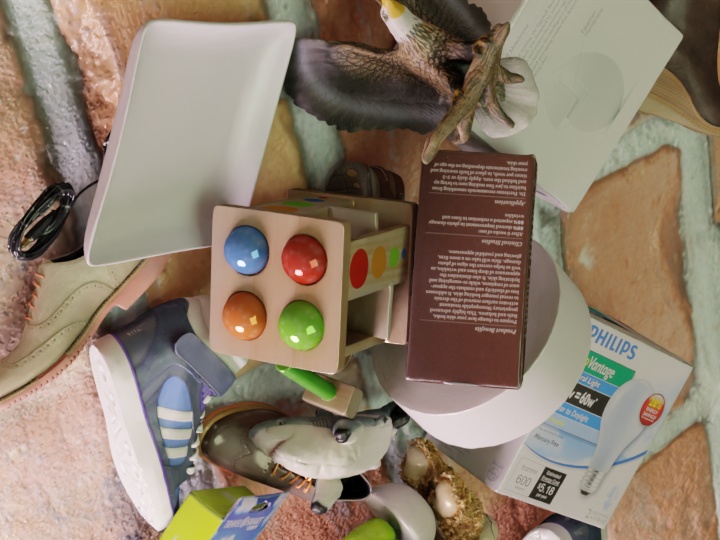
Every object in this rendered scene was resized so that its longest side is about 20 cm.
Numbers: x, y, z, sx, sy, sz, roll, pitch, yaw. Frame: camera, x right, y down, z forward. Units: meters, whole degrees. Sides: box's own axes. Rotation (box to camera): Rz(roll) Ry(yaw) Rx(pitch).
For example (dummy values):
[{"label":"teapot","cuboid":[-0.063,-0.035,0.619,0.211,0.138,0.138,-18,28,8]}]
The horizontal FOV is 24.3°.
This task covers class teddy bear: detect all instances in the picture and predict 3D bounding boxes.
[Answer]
[{"label":"teddy bear","cuboid":[0.098,0.241,1.680,0.067,0.145,0.200,-38,126,-14]}]

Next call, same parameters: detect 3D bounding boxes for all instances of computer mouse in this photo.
[{"label":"computer mouse","cuboid":[-0.208,-0.079,1.325,0.200,0.034,0.059,-43,146,-29]}]

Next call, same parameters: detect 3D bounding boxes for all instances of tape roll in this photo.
[{"label":"tape roll","cuboid":[0.112,0.061,1.561,0.203,0.202,0.071,-52,133,-7]}]

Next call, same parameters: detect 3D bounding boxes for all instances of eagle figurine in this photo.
[{"label":"eagle figurine","cuboid":[0.042,-0.185,1.382,0.152,0.200,0.151,-25,123,-30]}]

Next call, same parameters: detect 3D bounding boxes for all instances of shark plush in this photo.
[{"label":"shark plush","cuboid":[-0.013,0.139,1.549,0.200,0.083,0.091,-30,140,-46]}]

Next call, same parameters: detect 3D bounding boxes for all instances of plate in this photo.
[{"label":"plate","cuboid":[-0.140,-0.109,1.334,0.200,0.032,0.200,-12,123,-56]}]

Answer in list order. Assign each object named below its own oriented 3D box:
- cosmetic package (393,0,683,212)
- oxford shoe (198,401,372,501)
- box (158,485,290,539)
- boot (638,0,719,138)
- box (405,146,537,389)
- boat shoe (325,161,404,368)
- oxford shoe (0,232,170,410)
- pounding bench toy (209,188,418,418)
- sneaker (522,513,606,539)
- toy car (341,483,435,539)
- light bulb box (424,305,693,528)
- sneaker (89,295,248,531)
[{"label":"cosmetic package","cuboid":[0.154,-0.195,1.520,0.200,0.123,0.200,34,88,-45]},{"label":"oxford shoe","cuboid":[-0.067,0.173,1.555,0.200,0.073,0.071,18,100,-43]},{"label":"box","cuboid":[-0.154,0.269,1.500,0.200,0.048,0.122,-56,162,7]},{"label":"boot","cuboid":[0.352,-0.228,1.700,0.200,0.072,0.167,10,106,-38]},{"label":"box","cuboid":[0.098,-0.002,1.437,0.075,0.100,0.201,14,81,-82]},{"label":"boat shoe","cuboid":[0.000,0.000,1.526,0.072,0.076,0.200,-2,114,-41]},{"label":"oxford shoe","cuboid":[-0.248,0.031,1.352,0.200,0.071,0.074,-47,112,-16]},{"label":"pounding bench toy","cuboid":[-0.044,0.042,1.415,0.156,0.124,0.200,-19,114,-61]},{"label":"sneaker","cuboid":[0.196,0.342,1.843,0.200,0.081,0.146,-54,157,23]},{"label":"toy car","cuboid":[0.020,0.320,1.626,0.175,0.150,0.200,-39,155,-17]},{"label":"light bulb box","cuboid":[0.206,0.135,1.727,0.198,0.125,0.200,23,97,-44]},{"label":"sneaker","cuboid":[-0.145,0.118,1.457,0.146,0.081,0.200,-24,119,-24]}]
